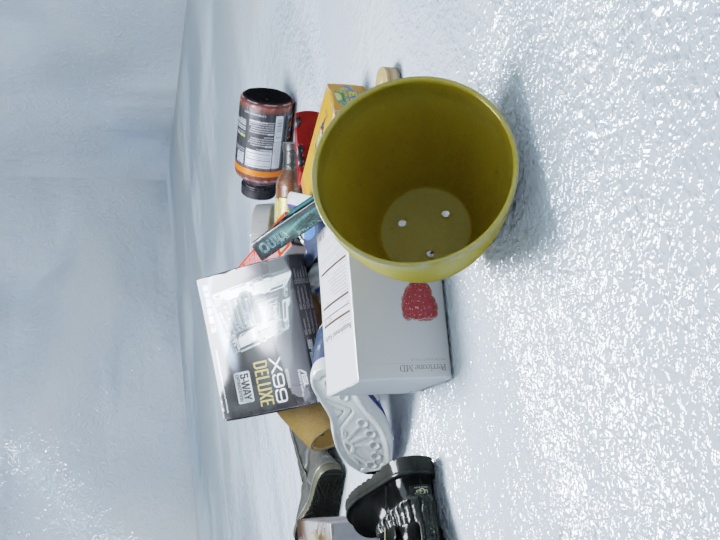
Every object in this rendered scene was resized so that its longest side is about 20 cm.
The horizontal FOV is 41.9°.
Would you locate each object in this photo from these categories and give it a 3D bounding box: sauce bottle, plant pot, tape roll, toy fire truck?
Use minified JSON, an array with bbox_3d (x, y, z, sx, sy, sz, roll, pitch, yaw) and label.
[{"bbox_3d":[-0.121,-0.125,1.677,0.066,0.065,0.205,-146,58,-69],"label":"sauce bottle"},{"bbox_3d":[-0.071,0.152,1.382,0.202,0.183,0.188,61,151,25],"label":"plant pot"},{"bbox_3d":[-0.168,-0.022,1.749,0.203,0.036,0.208,-4,-90,-84],"label":"tape roll"},{"bbox_3d":[-0.084,-0.150,1.573,0.142,0.048,0.203,98,168,-51],"label":"toy fire truck"},{"bbox_3d":[0.060,-0.067,0.944,0.142,0.195,0.204,69,-169,-64],"label":"plant pot"}]

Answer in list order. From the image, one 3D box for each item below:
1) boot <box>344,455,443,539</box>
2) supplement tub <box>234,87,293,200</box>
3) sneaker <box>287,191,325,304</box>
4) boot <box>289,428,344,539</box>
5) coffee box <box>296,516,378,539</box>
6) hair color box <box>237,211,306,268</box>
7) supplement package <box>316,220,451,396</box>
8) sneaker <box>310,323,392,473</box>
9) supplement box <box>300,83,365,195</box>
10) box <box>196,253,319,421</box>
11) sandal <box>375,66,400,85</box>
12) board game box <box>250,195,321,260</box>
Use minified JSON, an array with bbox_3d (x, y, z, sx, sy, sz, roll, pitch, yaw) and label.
[{"bbox_3d":[0.042,0.332,1.135,0.212,0.078,0.161,119,147,-56],"label":"boot"},{"bbox_3d":[-0.189,-0.242,1.824,0.107,0.105,0.204,-119,33,-56],"label":"supplement tub"},{"bbox_3d":[-0.062,-0.030,1.344,0.199,0.079,0.150,19,101,63],"label":"sneaker"},{"bbox_3d":[-0.090,0.325,1.570,0.201,0.071,0.185,53,127,52],"label":"boot"},{"bbox_3d":[-0.031,0.419,1.366,0.200,0.078,0.117,142,126,-68],"label":"coffee box"},{"bbox_3d":[-0.117,-0.009,1.496,0.200,0.109,0.065,-42,53,44],"label":"hair color box"},{"bbox_3d":[0.025,0.039,1.116,0.120,0.119,0.205,143,124,-65],"label":"supplement package"},{"bbox_3d":[-0.002,0.150,1.250,0.148,0.079,0.202,-76,-33,-53],"label":"sneaker"},{"bbox_3d":[-0.038,-0.180,1.409,0.202,0.067,0.067,108,155,-48],"label":"supplement box"},{"bbox_3d":[-0.133,0.093,1.297,0.050,0.155,0.205,-5,-98,-64],"label":"box"},{"bbox_3d":[0.012,-0.159,1.241,0.077,0.068,0.217,-171,81,-72],"label":"sandal"},{"bbox_3d":[-0.035,-0.091,1.171,0.198,0.135,0.028,-31,99,33],"label":"board game box"}]
